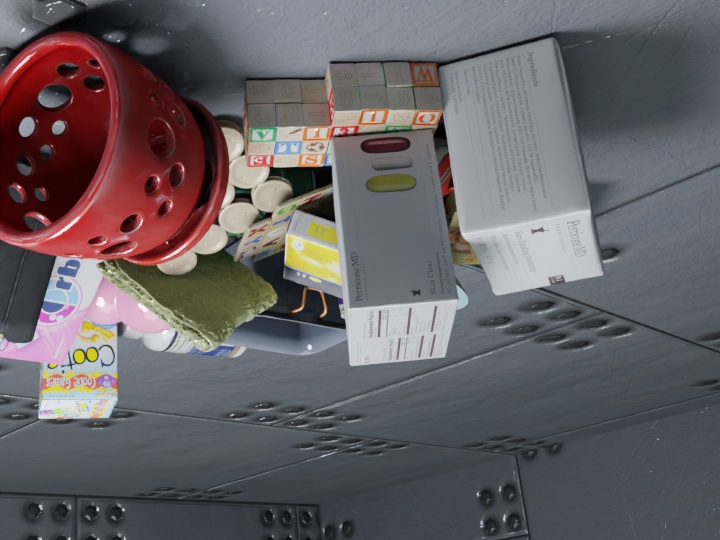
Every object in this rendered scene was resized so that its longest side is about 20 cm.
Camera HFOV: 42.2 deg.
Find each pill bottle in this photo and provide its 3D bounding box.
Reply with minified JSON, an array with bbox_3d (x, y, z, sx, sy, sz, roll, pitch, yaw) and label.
[{"bbox_3d":[-0.273,0.072,1.439,0.199,0.112,0.111,9,153,-34],"label":"pill bottle"}]

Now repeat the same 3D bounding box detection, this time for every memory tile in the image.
[{"bbox_3d":[-0.191,-0.081,1.090,0.199,0.017,0.153,-31,136,15],"label":"memory tile"}]

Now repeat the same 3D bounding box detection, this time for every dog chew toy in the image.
[{"bbox_3d":[-0.340,0.023,1.296,0.198,0.125,0.125,3,158,-3],"label":"dog chew toy"}]

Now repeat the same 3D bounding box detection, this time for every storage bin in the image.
[{"bbox_3d":[-0.115,0.031,1.351,0.199,0.135,0.145,12,152,-40],"label":"storage bin"}]

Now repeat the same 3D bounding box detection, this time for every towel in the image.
[{"bbox_3d":[-0.217,0.014,1.181,0.148,0.199,0.037,-38,152,-44],"label":"towel"}]

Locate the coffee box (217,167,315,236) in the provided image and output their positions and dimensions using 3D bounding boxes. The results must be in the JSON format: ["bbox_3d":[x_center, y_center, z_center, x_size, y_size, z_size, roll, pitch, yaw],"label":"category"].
[{"bbox_3d":[-0.168,-0.086,1.163,0.199,0.044,0.123,2,155,-21],"label":"coffee box"}]

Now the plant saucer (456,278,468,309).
[{"bbox_3d":[0.056,-0.001,1.278,0.200,0.039,0.201,16,164,5],"label":"plant saucer"}]

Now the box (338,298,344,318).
[{"bbox_3d":[-0.039,0.065,1.587,0.198,0.039,0.137,-8,158,3],"label":"box"}]

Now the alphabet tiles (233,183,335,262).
[{"bbox_3d":[-0.065,-0.067,1.187,0.199,0.006,0.167,-24,166,-26],"label":"alphabet tiles"}]

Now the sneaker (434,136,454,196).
[{"bbox_3d":[0.078,-0.098,1.165,0.084,0.077,0.200,-11,159,-24],"label":"sneaker"}]

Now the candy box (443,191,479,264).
[{"bbox_3d":[0.203,-0.063,1.286,0.198,0.056,0.116,-1,144,-15],"label":"candy box"}]

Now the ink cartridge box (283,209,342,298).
[{"bbox_3d":[0.000,0.000,1.198,0.199,0.047,0.198,20,162,1],"label":"ink cartridge box"}]

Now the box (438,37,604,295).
[{"bbox_3d":[0.177,-0.104,1.009,0.130,0.201,0.199,-12,158,15],"label":"box"}]

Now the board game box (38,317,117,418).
[{"bbox_3d":[-0.412,0.104,1.359,0.102,0.201,0.105,2,156,-22],"label":"board game box"}]

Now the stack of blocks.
[{"bbox_3d":[-0.023,-0.164,0.993,0.198,0.059,0.115,-3,158,-10],"label":"stack of blocks"}]

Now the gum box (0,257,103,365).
[{"bbox_3d":[-0.402,0.014,1.186,0.113,0.066,0.201,15,108,-44],"label":"gum box"}]

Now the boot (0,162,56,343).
[{"bbox_3d":[-0.364,-0.009,1.094,0.164,0.201,0.066,18,180,-34],"label":"boot"}]

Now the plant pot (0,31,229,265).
[{"bbox_3d":[-0.241,-0.101,0.900,0.199,0.202,0.182,-18,159,26],"label":"plant pot"}]

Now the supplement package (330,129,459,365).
[{"bbox_3d":[0.031,-0.022,0.998,0.110,0.201,0.156,-6,154,-3],"label":"supplement package"}]
